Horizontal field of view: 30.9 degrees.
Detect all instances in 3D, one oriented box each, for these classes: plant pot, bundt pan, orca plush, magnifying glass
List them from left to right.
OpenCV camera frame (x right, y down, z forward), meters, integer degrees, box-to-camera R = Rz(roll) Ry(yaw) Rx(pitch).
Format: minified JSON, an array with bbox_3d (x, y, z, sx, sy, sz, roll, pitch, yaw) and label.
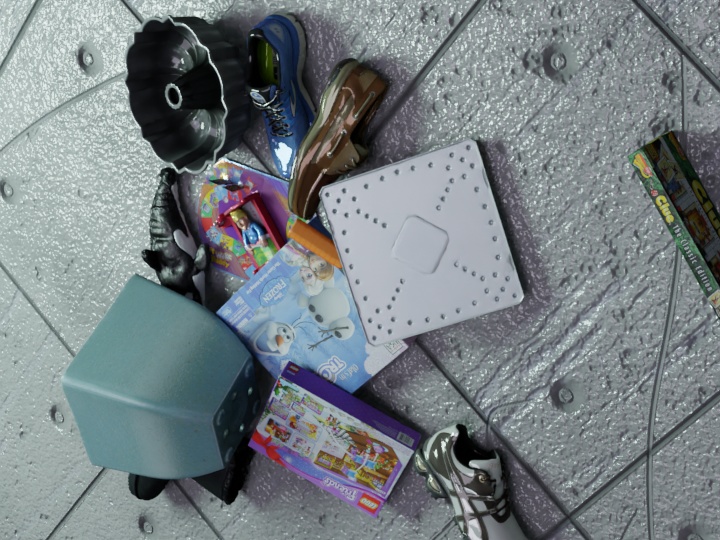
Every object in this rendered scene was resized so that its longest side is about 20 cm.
[{"bbox_3d":[-0.261,-0.034,1.759,0.104,0.071,0.203,16,115,38],"label":"orca plush"},{"bbox_3d":[-0.245,0.158,1.725,0.197,0.197,0.197,15,141,18],"label":"plant pot"},{"bbox_3d":[-0.211,-0.230,1.653,0.200,0.075,0.205,20,121,37],"label":"bundt pan"},{"bbox_3d":[0.000,0.000,1.591,0.199,0.022,0.080,33,83,-2],"label":"magnifying glass"}]

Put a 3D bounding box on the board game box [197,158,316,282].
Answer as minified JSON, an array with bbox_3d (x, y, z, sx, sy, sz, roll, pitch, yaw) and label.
[{"bbox_3d":[-0.146,-0.050,1.707,0.198,0.039,0.160,22,117,25],"label":"board game box"}]

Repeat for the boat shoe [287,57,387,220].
[{"bbox_3d":[-0.027,-0.151,1.566,0.073,0.076,0.202,26,108,11],"label":"boat shoe"}]

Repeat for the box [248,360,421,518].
[{"bbox_3d":[-0.036,0.221,1.692,0.198,0.039,0.138,29,125,3],"label":"box"}]

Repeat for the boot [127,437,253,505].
[{"bbox_3d":[-0.243,0.281,1.866,0.161,0.073,0.200,28,118,18],"label":"boot"}]

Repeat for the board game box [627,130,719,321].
[{"bbox_3d":[0.350,-0.046,1.353,0.023,0.105,0.202,-30,90,32],"label":"board game box"}]

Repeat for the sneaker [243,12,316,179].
[{"bbox_3d":[-0.108,-0.209,1.599,0.078,0.089,0.203,0,108,32],"label":"sneaker"}]

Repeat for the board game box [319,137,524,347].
[{"bbox_3d":[0.073,-0.032,1.542,0.197,0.026,0.203,-17,97,13],"label":"board game box"}]

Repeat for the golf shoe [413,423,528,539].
[{"bbox_3d":[0.153,0.280,1.606,0.200,0.078,0.095,47,124,9],"label":"golf shoe"}]

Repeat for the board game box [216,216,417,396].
[{"bbox_3d":[-0.058,0.067,1.671,0.199,0.043,0.200,47,125,-2],"label":"board game box"}]
